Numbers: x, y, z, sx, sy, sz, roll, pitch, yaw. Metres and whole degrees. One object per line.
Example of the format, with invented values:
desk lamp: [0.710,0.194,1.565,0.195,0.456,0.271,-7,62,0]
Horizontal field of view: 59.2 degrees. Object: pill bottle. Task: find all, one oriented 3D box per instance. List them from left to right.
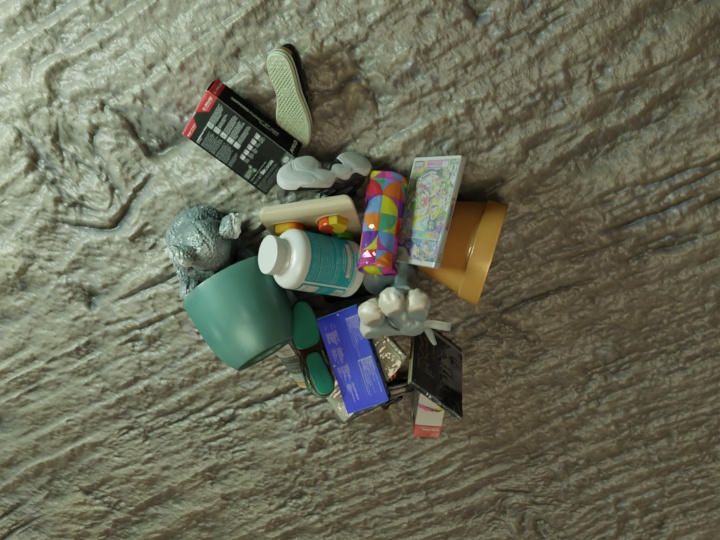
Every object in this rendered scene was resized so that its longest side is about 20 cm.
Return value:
pill bottle: [-0.138,0.151,1.399,0.114,0.117,0.203,-23,116,15]
pill bottle: [-0.094,-0.016,1.209,0.196,0.112,0.112,11,125,-39]

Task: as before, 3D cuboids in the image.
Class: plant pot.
plant pot: [-0.220,0.093,1.233,0.198,0.200,0.163,-34,81,19]
plant pot: [0.194,-0.050,1.241,0.137,0.201,0.204,18,121,11]

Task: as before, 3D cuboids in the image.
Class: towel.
towel: [-0.007,0.203,1.342,0.200,0.034,0.133,-44,83,9]

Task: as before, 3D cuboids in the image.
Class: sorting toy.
sorting toy: [-0.088,-0.077,1.256,0.180,0.037,0.201,-8,157,6]

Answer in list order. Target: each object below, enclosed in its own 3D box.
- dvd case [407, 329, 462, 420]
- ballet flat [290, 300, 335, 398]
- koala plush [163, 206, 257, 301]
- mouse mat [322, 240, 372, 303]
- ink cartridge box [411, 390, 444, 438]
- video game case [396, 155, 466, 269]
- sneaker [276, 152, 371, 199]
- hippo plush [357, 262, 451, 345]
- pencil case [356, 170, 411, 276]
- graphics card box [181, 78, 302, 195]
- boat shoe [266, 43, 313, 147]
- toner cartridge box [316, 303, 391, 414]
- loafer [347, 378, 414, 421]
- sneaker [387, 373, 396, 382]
dvd case: [0.165,0.205,1.369,0.147,0.202,0.016,37,123,-18]
ballet flat: [-0.109,0.166,1.306,0.073,0.074,0.205,-19,77,13]
koala plush: [-0.300,-0.046,1.225,0.174,0.200,0.187,-28,93,-13]
mouse mat: [0.000,0.000,1.347,0.194,0.008,0.163,-10,134,8]
ink cartridge box: [0.160,0.266,1.451,0.065,0.117,0.205,4,121,-1]
video game case: [0.123,-0.111,1.180,0.018,0.142,0.206,15,88,-32]
sneaker: [-0.072,-0.154,1.209,0.196,0.076,0.115,-15,141,-31]
hippo plush: [0.082,0.036,1.260,0.194,0.165,0.160,5,148,-18]
pencil case: [0.044,-0.089,1.205,0.086,0.206,0.089,9,165,3]
graphics card box: [-0.222,-0.247,1.194,0.198,0.052,0.125,36,133,-15]
boat shoe: [-0.122,-0.317,1.162,0.073,0.063,0.203,7,136,18]
toner cartridge box: [-0.013,0.180,1.303,0.093,0.043,0.205,-19,88,9]
loafer: [0.043,0.306,1.498,0.196,0.072,0.065,-18,86,20]
sneaker: [0.031,0.194,1.418,0.076,0.113,0.203,-19,117,12]
